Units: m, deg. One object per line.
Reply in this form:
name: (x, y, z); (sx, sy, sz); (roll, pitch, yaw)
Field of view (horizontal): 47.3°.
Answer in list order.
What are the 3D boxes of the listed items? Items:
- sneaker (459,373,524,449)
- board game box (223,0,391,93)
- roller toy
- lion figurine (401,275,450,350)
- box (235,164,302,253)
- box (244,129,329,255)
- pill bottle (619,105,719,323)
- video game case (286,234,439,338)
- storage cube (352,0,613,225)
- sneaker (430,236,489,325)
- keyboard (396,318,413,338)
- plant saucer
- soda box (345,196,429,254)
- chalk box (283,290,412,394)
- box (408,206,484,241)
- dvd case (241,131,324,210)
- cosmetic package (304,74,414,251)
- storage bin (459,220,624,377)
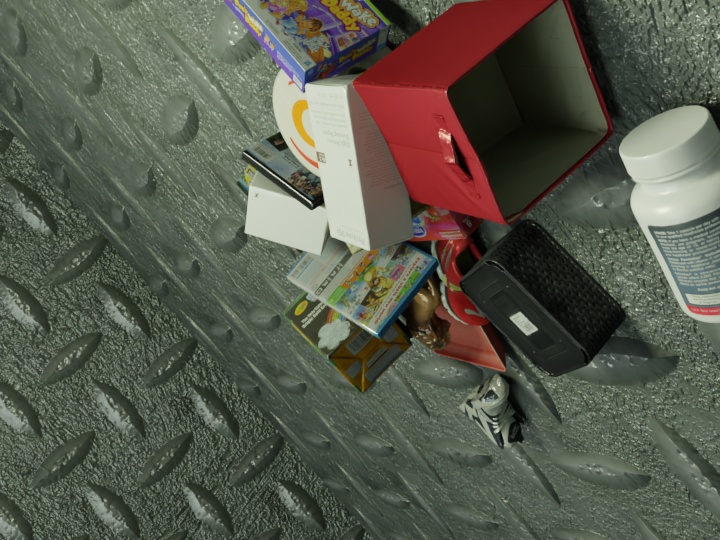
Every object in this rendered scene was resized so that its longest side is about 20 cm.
sneaker: (0.267, 0.271, 1.541); (0.130, 0.079, 0.199); (43, 157, 5)
board game box: (-0.077, -0.334, 1.036); (0.200, 0.134, 0.045); (50, 159, 15)
roller toy: (-0.019, -0.229, 1.141); (0.200, 0.140, 0.183); (34, 143, 25)
lion figurine: (0.105, 0.055, 1.375); (0.123, 0.072, 0.200); (52, 168, 24)
box: (-0.158, -0.135, 1.652); (0.200, 0.038, 0.137); (48, 157, -3)
box: (-0.086, -0.137, 1.265); (0.124, 0.200, 0.098); (17, 135, 2)
pill bottle: (0.345, -0.058, 0.830); (0.119, 0.120, 0.200); (4, 133, 57)
video game case: (0.000, 0.000, 1.233); (0.200, 0.143, 0.018); (30, 164, 36)
storage cube: (0.134, -0.179, 0.903); (0.180, 0.200, 0.171); (22, 148, 55)
sneaker: (0.169, 0.019, 1.289); (0.085, 0.077, 0.200); (31, 154, 52)
keyboard: (0.020, 0.052, 1.484); (0.200, 0.021, 0.127); (45, -177, 14)
plant saucer: (0.160, 0.081, 1.469); (0.199, 0.037, 0.200); (8, 137, 55)
soda box: (0.037, -0.087, 1.120); (0.064, 0.068, 0.200); (60, 152, 2)
chalk box: (-0.034, 0.088, 1.398); (0.200, 0.125, 0.124); (40, 172, 48)
box: (0.096, -0.108, 1.196); (0.100, 0.095, 0.200); (54, 155, -20)
dvd case: (-0.057, -0.173, 1.225); (0.143, 0.200, 0.018); (38, 139, 19)
cosmetic package: (-0.001, -0.133, 1.000); (0.102, 0.074, 0.201); (22, 125, 56)
storage bin: (0.256, 0.044, 1.177); (0.200, 0.094, 0.135); (46, 157, 2)
